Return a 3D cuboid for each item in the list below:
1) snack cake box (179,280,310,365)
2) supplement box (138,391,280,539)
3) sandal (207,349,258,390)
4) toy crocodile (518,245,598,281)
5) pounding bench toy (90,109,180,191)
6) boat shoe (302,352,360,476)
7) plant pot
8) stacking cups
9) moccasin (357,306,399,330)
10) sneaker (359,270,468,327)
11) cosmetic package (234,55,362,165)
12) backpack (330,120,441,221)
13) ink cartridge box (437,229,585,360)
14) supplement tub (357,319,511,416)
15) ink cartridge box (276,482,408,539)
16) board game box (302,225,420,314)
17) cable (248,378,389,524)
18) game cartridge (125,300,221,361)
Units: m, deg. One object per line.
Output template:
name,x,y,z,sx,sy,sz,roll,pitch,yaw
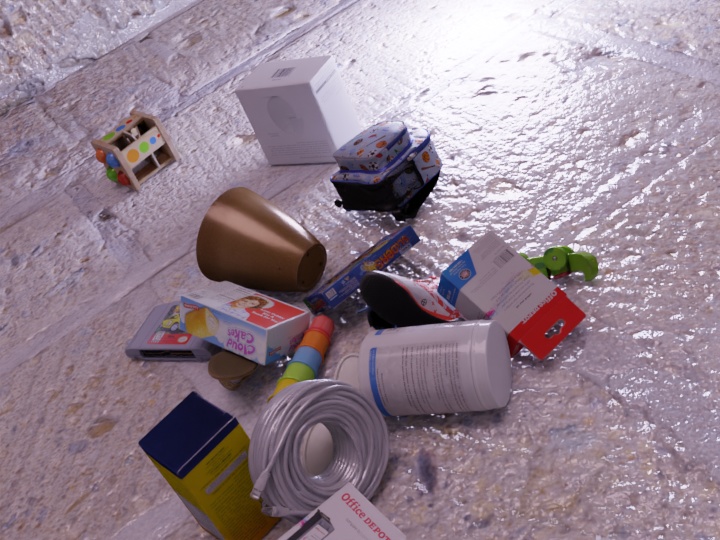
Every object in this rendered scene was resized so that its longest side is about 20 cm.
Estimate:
snack cake box,-0.199,0.086,1.711,0.199,0.067,0.115,19,22,32
supplement box,-0.200,0.286,1.399,0.109,0.200,0.109,-43,39,-23
sandal,-0.210,0.167,1.689,0.077,0.070,0.212,9,19,1
toy crocodile,0.283,-0.003,1.612,0.199,0.062,0.067,-9,-1,25
pounding bench toy,-0.574,-0.295,2.445,0.156,0.125,0.200,-42,38,-23
boat shoe,-0.032,0.223,1.499,0.074,0.060,0.201,12,67,12
plant pot,-0.167,-0.036,1.845,0.199,0.187,0.186,22,54,28
stacking cups,-0.095,0.152,1.636,0.060,0.061,0.200,-7,37,24
moccasin,0.045,0.066,1.628,0.068,0.081,0.200,13,22,-27
sneaker,0.084,0.041,1.576,0.067,0.201,0.108,-52,18,27
cosmetic package,-0.132,-0.346,2.178,0.199,0.200,0.123,2,40,32
backpack,0.054,-0.203,1.925,0.190,0.155,0.200,-36,32,-31
ink cartridge box,0.229,0.048,1.522,0.116,0.067,0.200,-40,72,-21
supplement tub,0.108,0.144,1.460,0.199,0.132,0.132,-6,39,24
ink cartridge box,-0.041,0.389,1.272,0.200,0.086,0.147,-38,37,-16
board game box,0.000,0.000,1.739,0.200,0.035,0.135,-38,6,-17
cable,-0.057,0.250,1.371,0.069,0.200,0.201,-5,65,57
game cartridge,-0.327,0.110,1.851,0.199,0.041,0.133,-3,37,28
